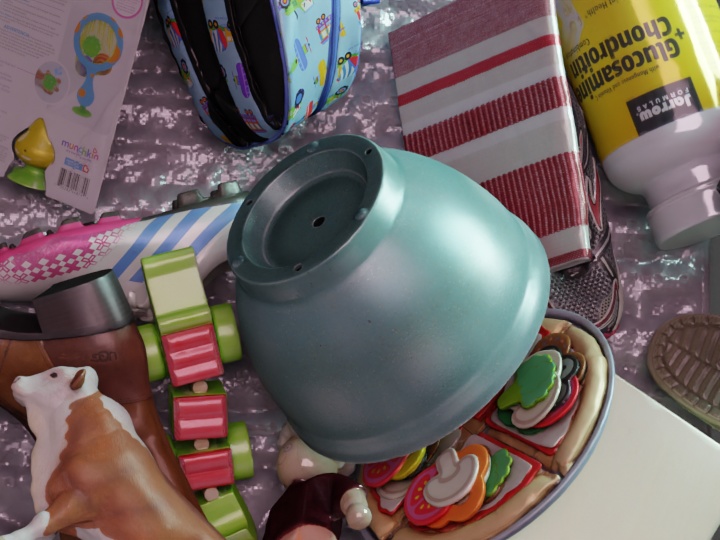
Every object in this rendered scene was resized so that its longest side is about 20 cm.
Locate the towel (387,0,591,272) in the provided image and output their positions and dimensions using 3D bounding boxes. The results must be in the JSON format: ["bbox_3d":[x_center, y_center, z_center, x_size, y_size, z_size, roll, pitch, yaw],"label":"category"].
[{"bbox_3d":[0.087,-0.087,1.593,0.023,0.144,0.201,4,73,-44],"label":"towel"}]

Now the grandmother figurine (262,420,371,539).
[{"bbox_3d":[-0.036,0.172,1.514,0.061,0.121,0.200,39,36,-31],"label":"grandmother figurine"}]

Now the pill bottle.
[{"bbox_3d":[0.203,-0.121,1.619,0.112,0.112,0.200,-18,79,-10],"label":"pill bottle"}]

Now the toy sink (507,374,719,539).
[{"bbox_3d":[0.136,0.181,1.540,0.130,0.112,0.200,33,70,2],"label":"toy sink"}]

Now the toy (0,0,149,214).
[{"bbox_3d":[-0.188,-0.150,1.585,0.115,0.047,0.201,22,99,24],"label":"toy"}]

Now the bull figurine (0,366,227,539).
[{"bbox_3d":[-0.153,0.153,1.456,0.200,0.065,0.121,46,72,-9],"label":"bull figurine"}]

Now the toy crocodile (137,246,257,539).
[{"bbox_3d":[-0.105,0.084,1.545,0.067,0.062,0.201,-9,101,-9],"label":"toy crocodile"}]

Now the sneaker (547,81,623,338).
[{"bbox_3d":[0.126,-0.046,1.612,0.080,0.075,0.201,-14,79,-9],"label":"sneaker"}]

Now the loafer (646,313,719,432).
[{"bbox_3d":[0.284,0.094,1.603,0.200,0.068,0.076,25,73,17],"label":"loafer"}]

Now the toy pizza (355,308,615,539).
[{"bbox_3d":[0.071,0.098,1.520,0.200,0.200,0.032,-52,122,-14],"label":"toy pizza"}]

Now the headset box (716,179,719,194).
[{"bbox_3d":[0.325,-0.059,1.588,0.077,0.200,0.149,19,72,36],"label":"headset box"}]

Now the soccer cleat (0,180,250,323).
[{"bbox_3d":[-0.152,0.003,1.572,0.199,0.070,0.087,-15,86,-8],"label":"soccer cleat"}]

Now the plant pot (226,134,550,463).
[{"bbox_3d":[0.000,0.000,1.502,0.200,0.200,0.134,-52,127,-14],"label":"plant pot"}]

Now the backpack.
[{"bbox_3d":[-0.057,-0.187,1.577,0.134,0.182,0.201,-15,92,-27],"label":"backpack"}]

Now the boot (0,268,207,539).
[{"bbox_3d":[-0.202,0.115,1.543,0.188,0.068,0.201,-16,99,15],"label":"boot"}]
